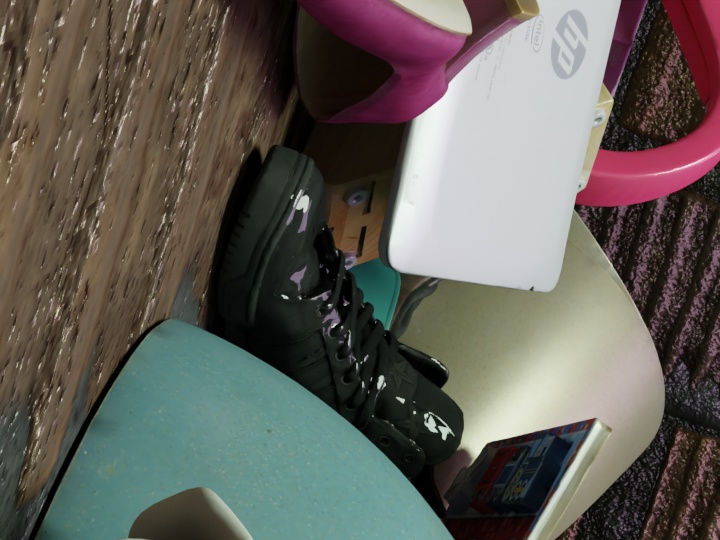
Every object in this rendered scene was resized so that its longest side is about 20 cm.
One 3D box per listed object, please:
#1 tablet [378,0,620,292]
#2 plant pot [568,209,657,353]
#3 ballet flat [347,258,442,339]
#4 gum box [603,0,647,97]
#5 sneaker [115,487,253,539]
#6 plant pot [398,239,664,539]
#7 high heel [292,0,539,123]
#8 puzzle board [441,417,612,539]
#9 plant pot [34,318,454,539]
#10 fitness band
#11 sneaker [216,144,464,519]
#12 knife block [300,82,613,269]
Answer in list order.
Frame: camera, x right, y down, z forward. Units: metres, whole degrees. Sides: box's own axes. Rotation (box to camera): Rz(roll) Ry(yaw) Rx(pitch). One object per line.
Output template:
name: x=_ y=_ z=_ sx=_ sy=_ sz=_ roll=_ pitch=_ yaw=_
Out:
tablet: x=0.067 y=-0.093 z=0.789 sx=0.130 sy=0.014 sz=0.201 roll=8 pitch=97 yaw=-55
plant pot: x=0.079 y=0.021 z=1.291 sx=0.134 sy=0.201 sz=0.200 roll=-34 pitch=171 yaw=-3
ballet flat: x=0.000 y=0.000 z=0.915 sx=0.068 sy=0.068 sz=0.200 roll=-46 pitch=-177 yaw=43
gum box: x=0.111 y=-0.192 z=1.085 sx=0.066 sy=0.113 sz=0.201 roll=100 pitch=10 yaw=-63
sneaker: x=-0.078 y=0.114 z=0.464 sx=0.080 sy=0.078 sz=0.200 roll=66 pitch=28 yaw=-4
plant pot: x=0.023 y=0.094 z=0.991 sx=0.200 sy=0.187 sz=0.188 roll=-49 pitch=162 yaw=-38
high heel: x=-0.012 y=-0.080 z=0.644 sx=0.096 sy=0.068 sz=0.200 roll=-30 pitch=176 yaw=19
puzzle board: x=0.033 y=0.129 z=0.808 sx=0.151 sy=0.017 sz=0.200 roll=-58 pitch=-178 yaw=-11
plant pot: x=-0.032 y=0.132 z=0.647 sx=0.200 sy=0.134 sz=0.201 roll=19 pitch=90 yaw=-84
fitness band: x=0.109 y=-0.120 z=0.983 sx=0.038 sy=0.143 sz=0.201 roll=105 pitch=-28 yaw=-58
sneaker: x=-0.003 y=0.038 z=0.770 sx=0.200 sy=0.104 sz=0.060 roll=103 pitch=7 yaw=-49
knife block: x=0.026 y=-0.105 z=0.900 sx=0.199 sy=0.176 sz=0.064 roll=-19 pitch=148 yaw=-20
